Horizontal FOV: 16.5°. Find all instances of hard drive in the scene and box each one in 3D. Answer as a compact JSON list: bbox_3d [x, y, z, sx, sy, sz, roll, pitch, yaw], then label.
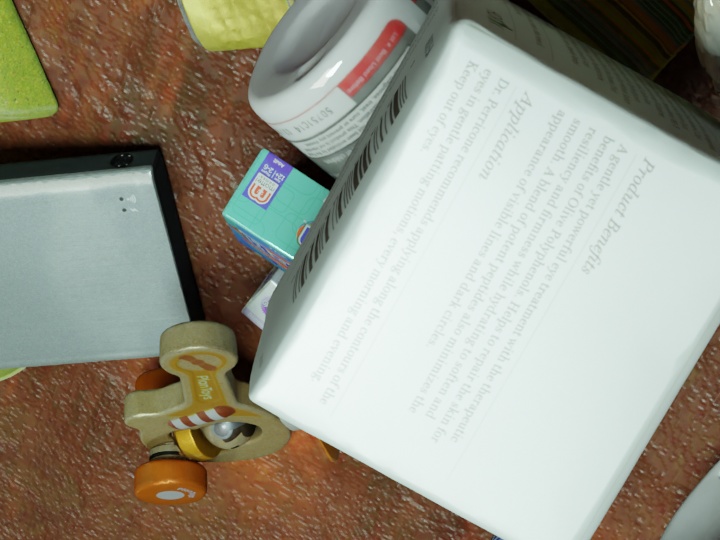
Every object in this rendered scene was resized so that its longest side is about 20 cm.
[{"bbox_3d":[-0.208,-0.003,1.545,0.199,0.033,0.140,-5,125,11],"label":"hard drive"}]

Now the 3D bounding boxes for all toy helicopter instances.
[{"bbox_3d":[-0.082,0.078,1.522,0.131,0.079,0.200,-2,157,2],"label":"toy helicopter"}]

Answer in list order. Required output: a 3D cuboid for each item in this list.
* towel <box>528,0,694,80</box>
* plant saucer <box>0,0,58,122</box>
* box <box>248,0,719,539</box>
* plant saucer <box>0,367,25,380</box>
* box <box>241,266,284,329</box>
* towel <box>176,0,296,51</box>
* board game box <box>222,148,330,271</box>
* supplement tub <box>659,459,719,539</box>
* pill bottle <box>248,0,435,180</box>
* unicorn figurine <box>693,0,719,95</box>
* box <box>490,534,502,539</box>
[{"bbox_3d":[0.166,-0.176,1.260,0.086,0.018,0.200,38,133,-4],"label":"towel"},{"bbox_3d":[-0.308,-0.160,1.508,0.199,0.048,0.201,-4,122,30],"label":"plant saucer"},{"bbox_3d":[0.070,-0.008,1.167,0.171,0.200,0.200,28,103,-5],"label":"box"},{"bbox_3d":[-0.286,-0.011,1.610,0.199,0.031,0.201,10,130,12],"label":"plant saucer"},{"bbox_3d":[0.019,0.068,1.513,0.200,0.041,0.039,40,133,-6],"label":"box"},{"bbox_3d":[-0.029,-0.186,1.355,0.199,0.023,0.144,0,124,28],"label":"towel"},{"bbox_3d":[0.000,0.000,1.383,0.152,0.045,0.200,34,176,2],"label":"board game box"},{"bbox_3d":[0.278,0.191,1.395,0.200,0.145,0.145,42,133,-7],"label":"supplement tub"},{"bbox_3d":[0.048,-0.070,1.323,0.200,0.114,0.114,40,134,-22],"label":"pill bottle"},{"bbox_3d":[0.210,-0.082,1.207,0.074,0.200,0.138,-39,87,-2],"label":"unicorn figurine"},{"bbox_3d":[0.143,0.079,1.398,0.032,0.121,0.200,34,133,2],"label":"box"}]
